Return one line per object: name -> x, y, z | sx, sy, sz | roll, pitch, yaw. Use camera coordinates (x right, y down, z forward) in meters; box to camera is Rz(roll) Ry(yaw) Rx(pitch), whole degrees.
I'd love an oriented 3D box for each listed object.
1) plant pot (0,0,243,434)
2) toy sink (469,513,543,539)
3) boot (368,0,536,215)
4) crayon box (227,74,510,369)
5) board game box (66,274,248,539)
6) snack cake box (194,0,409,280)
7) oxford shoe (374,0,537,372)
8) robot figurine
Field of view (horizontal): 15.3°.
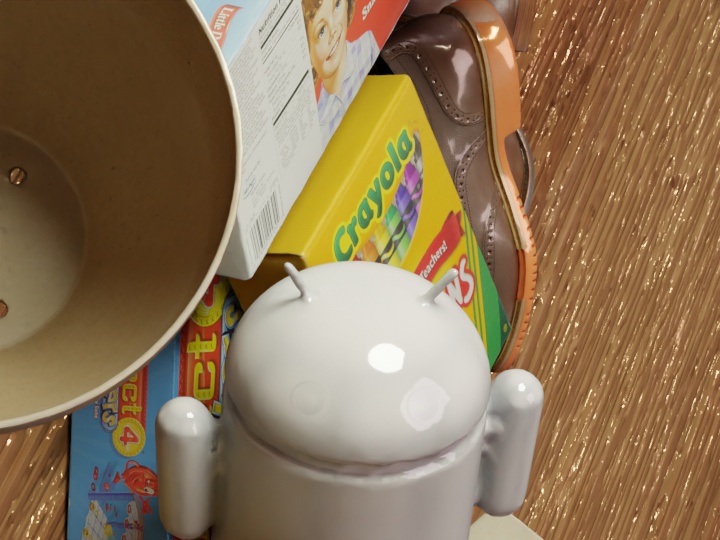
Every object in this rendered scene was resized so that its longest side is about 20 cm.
plant pot -> -0.148, -0.028, 1.000 | 0.134, 0.200, 0.200 | 119, -17, -76
toy sink -> 0.053, 0.240, 1.309 | 0.200, 0.130, 0.112 | -44, 137, -9
boot -> 0.015, -0.087, 1.374 | 0.200, 0.064, 0.187 | 4, 88, -57
crayon box -> 0.000, 0.000, 1.248 | 0.127, 0.051, 0.200 | -61, 140, -37
board game box -> -0.057, 0.077, 1.262 | 0.196, 0.056, 0.200 | -1, 93, -60
snack cake box -> -0.044, -0.108, 1.151 | 0.115, 0.067, 0.200 | 81, 28, -45
oxford shoe -> 0.039, -0.035, 1.344 | 0.073, 0.071, 0.200 | -18, 115, -22
robot figurine -> -0.006, 0.079, 1.153 | 0.113, 0.169, 0.200 | -116, -153, -50
